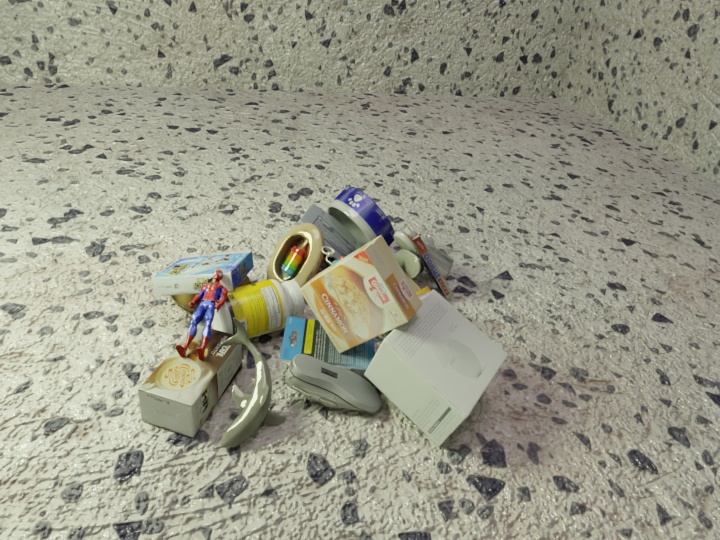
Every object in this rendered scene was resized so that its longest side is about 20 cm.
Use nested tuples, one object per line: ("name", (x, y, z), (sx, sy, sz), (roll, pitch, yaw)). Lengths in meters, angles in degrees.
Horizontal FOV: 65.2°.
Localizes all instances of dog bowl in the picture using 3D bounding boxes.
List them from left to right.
("dog bowl", (0.002, -0.127, 1.540), (0.079, 0.202, 0.198), (-44, 51, -14))

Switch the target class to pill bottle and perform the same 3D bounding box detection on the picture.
("pill bottle", (-0.227, 0.086, 1.246), (0.195, 0.116, 0.112), (-14, 37, -32))

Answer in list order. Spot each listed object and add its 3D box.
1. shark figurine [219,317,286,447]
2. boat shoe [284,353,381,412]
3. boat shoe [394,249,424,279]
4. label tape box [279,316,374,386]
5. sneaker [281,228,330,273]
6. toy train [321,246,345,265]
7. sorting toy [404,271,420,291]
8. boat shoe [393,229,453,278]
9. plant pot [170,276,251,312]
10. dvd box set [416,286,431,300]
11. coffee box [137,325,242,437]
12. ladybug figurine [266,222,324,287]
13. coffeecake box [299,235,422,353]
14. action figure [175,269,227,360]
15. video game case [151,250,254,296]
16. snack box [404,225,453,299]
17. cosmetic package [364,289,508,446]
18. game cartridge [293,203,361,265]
("shark figurine", (-0.187, 0.202, 1.024), (0.124, 0.089, 0.222), (5, 67, -22))
("boat shoe", (-0.055, 0.233, 1.091), (0.195, 0.067, 0.073), (24, 30, -16))
("boat shoe", (0.125, -0.017, 1.464), (0.058, 0.077, 0.199), (-9, -1, -19))
("label tape box", (-0.067, 0.174, 1.184), (0.192, 0.065, 0.146), (6, 32, -3))
("sneaker", (-0.171, -0.041, 1.493), (0.196, 0.080, 0.138), (27, 36, 30))
("toy train", (0.000, 0.000, 1.346), (0.193, 0.057, 0.152), (4, 33, -23))
("sorting toy", (0.037, 0.064, 1.377), (0.193, 0.072, 0.201), (-10, 36, -26))
("boat shoe", (0.174, -0.057, 1.507), (0.197, 0.070, 0.072), (35, -10, -17))
("plant pot", (-0.362, 0.048, 1.361), (0.192, 0.028, 0.202), (5, 31, -3))
("dvd box set", (0.152, 0.141, 1.244), (0.143, 0.030, 0.202), (-19, 64, -36))
("coffee box", (-0.315, 0.203, 1.071), (0.110, 0.082, 0.201), (14, 32, 11))
("ladybug figurine", (-0.155, -0.017, 1.386), (0.135, 0.203, 0.072), (36, 3, 28))
("coffeecake box", (-0.002, 0.050, 1.093), (0.156, 0.197, 0.073), (57, 40, -5))
("action figure", (-0.303, 0.076, 1.107), (0.063, 0.053, 0.204), (3, 45, 4))
("video game case", (-0.351, 0.003, 1.284), (0.174, 0.047, 0.201), (-6, 15, 4))
("snack box", (0.175, -0.020, 1.431), (0.024, 0.202, 0.072), (-32, 27, 3))
("cosmetic package", (0.147, 0.183, 1.096), (0.199, 0.124, 0.198), (42, 45, 12))
("game cartridge", (-0.076, -0.080, 1.483), (0.199, 0.041, 0.134), (42, 40, -8))
